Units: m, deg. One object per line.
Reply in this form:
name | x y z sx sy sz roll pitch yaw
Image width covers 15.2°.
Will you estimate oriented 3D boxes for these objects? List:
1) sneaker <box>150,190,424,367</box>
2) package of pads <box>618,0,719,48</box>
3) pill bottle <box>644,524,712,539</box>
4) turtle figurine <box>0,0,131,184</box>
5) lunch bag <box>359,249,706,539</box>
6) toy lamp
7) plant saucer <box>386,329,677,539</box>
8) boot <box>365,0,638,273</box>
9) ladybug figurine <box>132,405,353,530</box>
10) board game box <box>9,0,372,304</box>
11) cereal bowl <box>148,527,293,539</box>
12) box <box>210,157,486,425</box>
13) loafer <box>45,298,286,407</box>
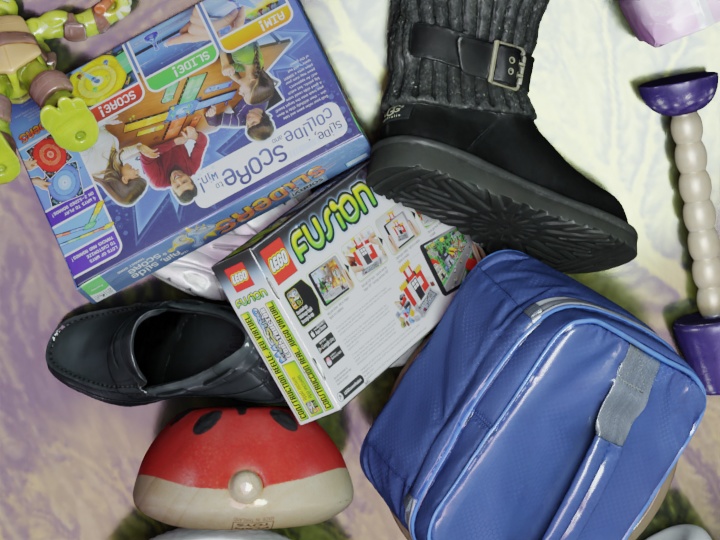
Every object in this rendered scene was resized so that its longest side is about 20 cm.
sneaker | -0.041 -0.008 1.691 0.199 0.078 0.100 26 94 -5
package of pads | 0.168 -0.239 1.636 0.075 0.121 0.201 -22 97 3
pill bottle | 0.225 0.270 1.716 0.109 0.109 0.200 -34 98 4
turtle figurine | -0.224 -0.122 1.649 0.199 0.162 0.065 -12 134 -9
lunch bag | 0.101 0.106 1.616 0.136 0.132 0.201 27 97 -29
toy lamp | 0.215 -0.022 1.700 0.058 0.058 0.201 -12 98 1
plant saucer | 0.106 0.106 1.712 0.199 0.029 0.201 -3 105 -12
boot | 0.098 -0.099 1.677 0.211 0.079 0.159 26 62 -35
ladybug figurine | -0.072 0.119 1.649 0.135 0.200 0.072 -1 88 -7
board game box | -0.108 -0.085 1.667 0.199 0.034 0.136 -27 68 4
cereal bowl | -0.087 0.251 1.718 0.199 0.083 0.201 0 103 0
box | 0.000 0.000 1.638 0.035 0.200 0.110 -24 99 39
loafer | -0.122 0.046 1.657 0.200 0.070 0.068 1 70 38
